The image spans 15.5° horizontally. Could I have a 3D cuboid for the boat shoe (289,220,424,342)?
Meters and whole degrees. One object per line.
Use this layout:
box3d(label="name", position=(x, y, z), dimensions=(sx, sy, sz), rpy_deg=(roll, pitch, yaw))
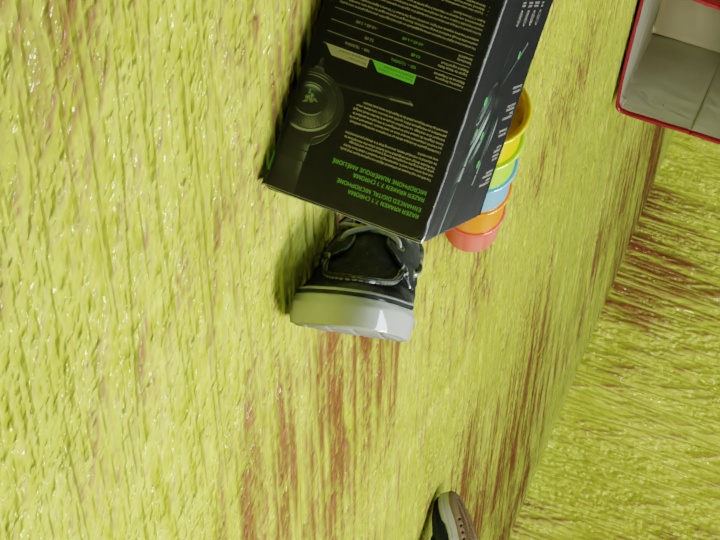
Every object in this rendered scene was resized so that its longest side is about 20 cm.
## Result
box3d(label="boat shoe", position=(0.000, 0.000, 1.544), dimensions=(0.200, 0.072, 0.071), rpy_deg=(-71, 171, -86))

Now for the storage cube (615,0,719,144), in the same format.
box3d(label="storage cube", position=(0.383, -0.257, 2.765), dimensions=(0.200, 0.171, 0.180), rpy_deg=(99, 14, -45))

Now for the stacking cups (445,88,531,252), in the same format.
box3d(label="stacking cups", position=(0.079, -0.069, 1.858), dimensions=(0.200, 0.060, 0.061), rpy_deg=(100, 13, -66))

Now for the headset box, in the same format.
box3d(label="headset box", position=(0.035, -0.115, 1.398), dimensions=(0.174, 0.093, 0.200), rpy_deg=(-28, 138, -76))

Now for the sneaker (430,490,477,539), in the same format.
box3d(label="sneaker", position=(0.064, 0.314, 2.489), dimensions=(0.070, 0.108, 0.200), rpy_deg=(-8, 88, -76))
